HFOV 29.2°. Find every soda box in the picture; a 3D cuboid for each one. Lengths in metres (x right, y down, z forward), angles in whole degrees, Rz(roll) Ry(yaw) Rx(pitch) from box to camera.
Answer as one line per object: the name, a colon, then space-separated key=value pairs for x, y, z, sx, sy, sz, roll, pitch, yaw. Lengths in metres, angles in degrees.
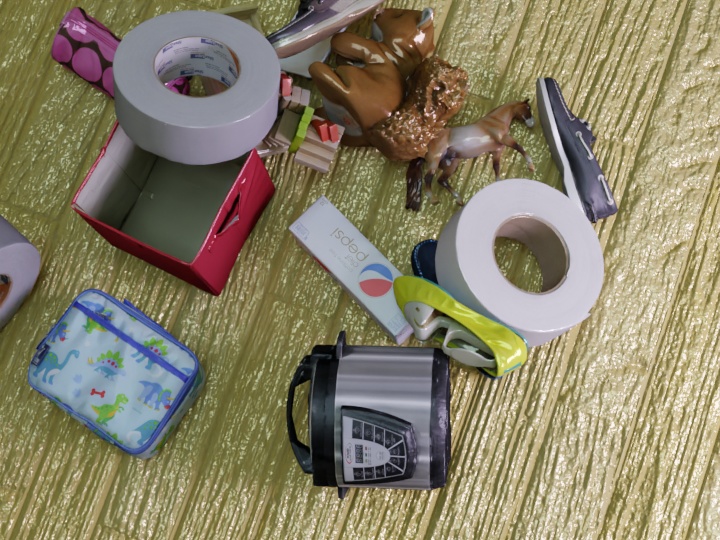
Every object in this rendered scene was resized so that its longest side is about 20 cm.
soda box: x=0.000 y=0.000 z=1.760 sx=0.064 sy=0.068 sz=0.200 roll=-43 pitch=77 yaw=-5

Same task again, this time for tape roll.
tape roll: x=0.196 y=-0.008 z=1.701 sx=0.202 sy=0.071 sz=0.203 roll=8 pitch=67 yaw=-18
tape roll: x=-0.497 y=0.024 z=1.729 sx=0.066 sy=0.200 sz=0.200 roll=40 pitch=83 yaw=14
tape roll: x=-0.197 y=-0.222 z=1.664 sx=0.199 sy=0.066 sz=0.201 roll=4 pitch=52 yaw=-5

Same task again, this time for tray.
tray: x=-0.041 y=-0.344 z=1.852 sx=0.107 sy=0.022 sz=0.200 roll=22 pitch=77 yaw=47

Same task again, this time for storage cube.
storage cube: x=-0.229 y=-0.091 z=1.749 sx=0.199 sy=0.180 sz=0.171 roll=25 pitch=80 yaw=10

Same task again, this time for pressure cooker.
pressure cooker: x=0.010 y=0.178 z=1.664 sx=0.199 sy=0.179 sz=0.177 roll=2 pitch=64 yaw=6

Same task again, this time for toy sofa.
toy sofa: x=-0.152 y=-0.245 z=1.837 sx=0.083 sy=0.098 sz=0.201 roll=-16 pitch=74 yaw=-24

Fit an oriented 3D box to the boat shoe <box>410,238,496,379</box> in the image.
boat shoe: x=0.134 y=0.039 z=1.736 sx=0.084 sy=0.069 sz=0.200 roll=-37 pitch=76 yaw=-4

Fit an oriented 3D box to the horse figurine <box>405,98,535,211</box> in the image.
horse figurine: x=0.139 y=-0.148 z=1.783 sx=0.199 sy=0.050 sz=0.133 roll=-20 pitch=55 yaw=9

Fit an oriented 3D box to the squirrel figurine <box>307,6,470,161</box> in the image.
squirrel figurine: x=0.052 y=-0.247 z=1.788 sx=0.200 sy=0.142 sz=0.187 roll=33 pitch=68 yaw=20

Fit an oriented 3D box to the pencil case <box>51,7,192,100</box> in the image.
pencil case: x=-0.322 y=-0.275 z=1.846 sx=0.200 sy=0.094 sz=0.091 roll=31 pitch=78 yaw=12

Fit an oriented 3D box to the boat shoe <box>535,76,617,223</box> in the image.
boat shoe: x=0.274 y=-0.157 z=1.767 sx=0.060 sy=0.074 sz=0.201 roll=-16 pitch=78 yaw=2

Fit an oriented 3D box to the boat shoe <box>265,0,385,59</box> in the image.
boat shoe: x=-0.048 y=-0.332 z=1.759 sx=0.200 sy=0.072 sz=0.065 roll=-33 pitch=93 yaw=-23

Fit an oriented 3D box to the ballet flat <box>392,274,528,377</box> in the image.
ballet flat: x=0.104 y=0.068 z=1.639 sx=0.200 sy=0.067 sz=0.067 roll=28 pitch=52 yaw=27

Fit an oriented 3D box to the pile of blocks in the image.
pile of blocks: x=-0.102 y=-0.211 z=1.751 sx=0.200 sy=0.062 sz=0.082 roll=43 pitch=62 yaw=3

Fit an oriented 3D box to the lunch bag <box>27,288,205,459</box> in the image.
lunch bag: x=-0.308 y=0.128 z=1.757 sx=0.200 sy=0.082 sz=0.161 roll=34 pitch=79 yaw=11
